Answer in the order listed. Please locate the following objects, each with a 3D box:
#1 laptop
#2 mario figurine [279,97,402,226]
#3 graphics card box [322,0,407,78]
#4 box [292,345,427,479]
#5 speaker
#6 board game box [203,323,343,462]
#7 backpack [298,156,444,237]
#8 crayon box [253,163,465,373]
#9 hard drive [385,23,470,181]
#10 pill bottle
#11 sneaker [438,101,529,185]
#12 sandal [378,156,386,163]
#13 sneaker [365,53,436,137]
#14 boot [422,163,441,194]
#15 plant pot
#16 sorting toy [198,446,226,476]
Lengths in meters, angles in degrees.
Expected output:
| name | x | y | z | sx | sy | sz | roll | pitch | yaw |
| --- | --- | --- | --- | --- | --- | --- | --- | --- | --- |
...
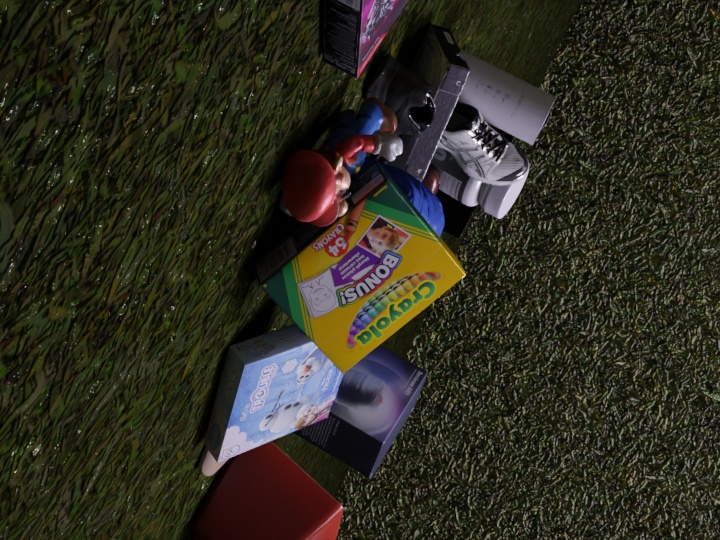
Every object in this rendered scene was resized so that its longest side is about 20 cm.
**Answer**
| name | x | y | z | sx | sy | sz | roll | pitch | yaw |
| --- | --- | --- | --- | --- | --- | --- | --- | --- | --- |
| laptop | 0.147 | -0.165 | 2.030 | 0.189 | 0.115 | 0.200 | -61 | -175 | 0 |
| mario figurine | -0.022 | -0.113 | 1.411 | 0.201 | 0.105 | 0.124 | -55 | 171 | -45 |
| graphics card box | 0.011 | -0.298 | 1.209 | 0.126 | 0.050 | 0.201 | -58 | 169 | -21 |
| box | -0.010 | 0.234 | 2.212 | 0.201 | 0.197 | 0.124 | -53 | 168 | -43 |
| speaker | 0.191 | -0.266 | 1.806 | 0.082 | 0.198 | 0.081 | -63 | 176 | -8 |
| board game box | -0.107 | 0.156 | 1.657 | 0.197 | 0.043 | 0.201 | -18 | 142 | -35 |
| backpack | 0.008 | -0.043 | 1.579 | 0.201 | 0.162 | 0.167 | -56 | 147 | 4 |
| crayon box | 0.000 | 0.000 | 1.465 | 0.199 | 0.173 | 0.058 | -39 | -150 | 7 |
| hard drive | 0.087 | -0.227 | 1.694 | 0.140 | 0.037 | 0.202 | -103 | -149 | -54 |
| pill bottle | 0.158 | -0.173 | 1.891 | 0.114 | 0.199 | 0.114 | -53 | 165 | -21 |
| sneaker | 0.167 | -0.194 | 1.782 | 0.076 | 0.198 | 0.088 | -64 | -174 | -19 |
| sandal | 0.012 | -0.102 | 1.755 | 0.042 | 0.077 | 0.200 | -16 | -161 | 35 |
| sneaker | 0.055 | -0.208 | 1.597 | 0.077 | 0.090 | 0.200 | -61 | 172 | -11 |
| boot | 0.038 | -0.075 | 1.800 | 0.187 | 0.069 | 0.200 | -33 | -171 | 16 |
| plant pot | -0.162 | 0.409 | 1.954 | 0.176 | 0.199 | 0.200 | -45 | 165 | -23 |
| sorting toy | -0.161 | 0.190 | 1.775 | 0.200 | 0.036 | 0.187 | -32 | 150 | -63 |
